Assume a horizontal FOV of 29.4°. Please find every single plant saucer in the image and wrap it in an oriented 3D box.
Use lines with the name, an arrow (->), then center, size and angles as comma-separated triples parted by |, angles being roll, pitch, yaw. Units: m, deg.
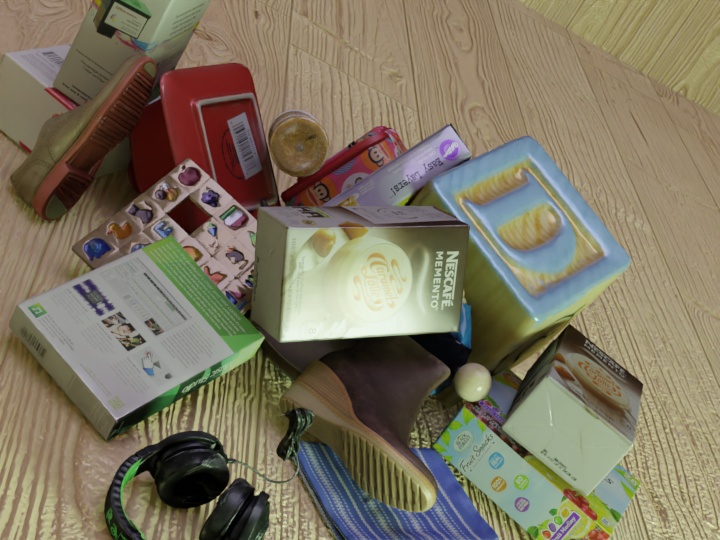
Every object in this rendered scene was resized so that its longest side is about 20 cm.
plant saucer -> -0.039, 0.081, 1.488 | 0.199, 0.032, 0.201 | 27, 25, -14

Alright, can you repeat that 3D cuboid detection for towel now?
towel -> 0.034, 0.220, 1.336 | 0.199, 0.024, 0.145 | 10, 33, -40

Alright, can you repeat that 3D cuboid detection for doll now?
doll -> 0.064, 0.070, 1.458 | 0.200, 0.137, 0.048 | 40, -2, 34

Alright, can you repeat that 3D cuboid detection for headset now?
headset -> -0.118, 0.178, 1.146 | 0.123, 0.094, 0.199 | 44, 38, 21

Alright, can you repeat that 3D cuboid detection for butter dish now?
butter dish -> -0.196, -0.119, 1.543 | 0.199, 0.147, 0.202 | -23, 102, -62

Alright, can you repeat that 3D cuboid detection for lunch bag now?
lunch bag -> -0.020, -0.101, 1.679 | 0.082, 0.175, 0.200 | 57, 9, -1

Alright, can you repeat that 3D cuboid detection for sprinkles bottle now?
sprinkles bottle -> -0.073, -0.149, 1.595 | 0.068, 0.069, 0.200 | 29, 6, -8

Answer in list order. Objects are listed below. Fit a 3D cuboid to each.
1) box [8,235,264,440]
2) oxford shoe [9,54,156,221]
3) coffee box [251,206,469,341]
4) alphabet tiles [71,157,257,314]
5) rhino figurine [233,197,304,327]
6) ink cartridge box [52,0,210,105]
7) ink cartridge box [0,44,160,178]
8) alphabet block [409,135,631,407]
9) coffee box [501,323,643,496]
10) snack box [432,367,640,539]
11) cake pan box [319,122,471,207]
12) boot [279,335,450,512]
box -> -0.203, 0.057, 1.268 | 0.144, 0.036, 0.199 | 47, 43, 14
oxford shoe -> -0.291, -0.151, 1.421 | 0.075, 0.201, 0.070 | 37, -4, 19
coffee box -> 0.000, 0.000, 1.353 | 0.198, 0.116, 0.080 | -3, 17, -27
alphabet tiles -> -0.183, -0.005, 1.369 | 0.167, 0.008, 0.200 | 42, 59, 11
rhino figurine -> -0.114, -0.014, 1.453 | 0.087, 0.060, 0.200 | 13, 46, 27
ink cartridge box -> -0.235, -0.277, 1.496 | 0.084, 0.201, 0.145 | 34, 26, 1
ink cartridge box -> -0.312, -0.187, 1.581 | 0.144, 0.085, 0.200 | 39, 26, 12
alphabet block -> 0.145, 0.000, 1.555 | 0.194, 0.200, 0.197 | -25, 73, -40
coffee box -> 0.230, 0.144, 1.464 | 0.114, 0.080, 0.200 | 39, 19, 2
snack box -> 0.193, 0.210, 1.476 | 0.200, 0.068, 0.168 | 42, 22, 11
cake pan box -> 0.028, -0.065, 1.564 | 0.183, 0.200, 0.053 | -31, 77, -17
boot -> 0.038, 0.134, 1.344 | 0.199, 0.073, 0.166 | 35, 47, 28
